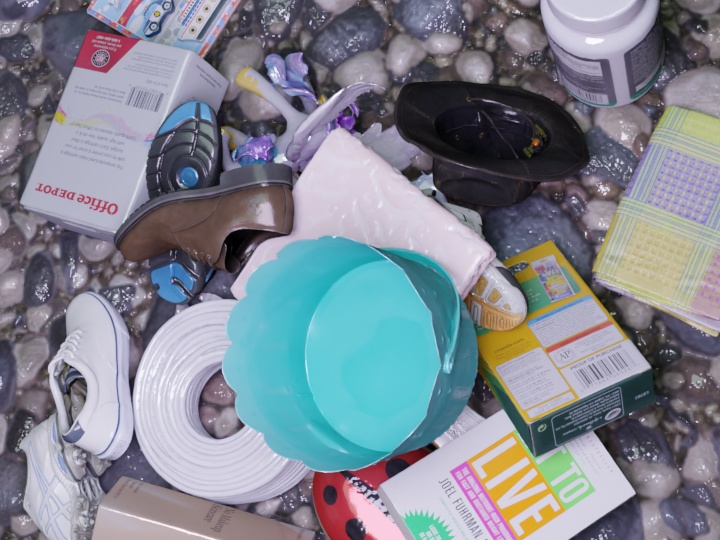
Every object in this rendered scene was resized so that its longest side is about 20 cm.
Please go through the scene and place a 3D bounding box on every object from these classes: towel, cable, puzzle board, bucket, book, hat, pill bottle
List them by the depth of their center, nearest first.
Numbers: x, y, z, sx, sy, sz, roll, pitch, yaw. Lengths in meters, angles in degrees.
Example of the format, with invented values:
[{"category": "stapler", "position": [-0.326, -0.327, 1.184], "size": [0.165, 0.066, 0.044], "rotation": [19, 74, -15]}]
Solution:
[{"category": "bucket", "position": [-0.001, 0.071, 1.372], "size": [0.205, 0.134, 0.210], "rotation": [-1, 87, 24]}, {"category": "book", "position": [0.132, 0.204, 1.453], "size": [0.199, 0.048, 0.134], "rotation": [-30, 78, -18]}, {"category": "towel", "position": [0.000, 0.000, 1.467], "size": [0.199, 0.032, 0.192], "rotation": [39, 103, 21]}, {"category": "pill bottle", "position": [0.230, -0.240, 1.510], "size": [0.112, 0.200, 0.115], "rotation": [-3, 75, 12]}, {"category": "towel", "position": [0.320, -0.051, 1.534], "size": [0.142, 0.023, 0.202], "rotation": [21, 81, 18]}, {"category": "hat", "position": [0.120, -0.112, 1.549], "size": [0.199, 0.200, 0.082], "rotation": [29, 127, 18]}, {"category": "cable", "position": [-0.127, 0.127, 1.558], "size": [0.198, 0.069, 0.202], "rotation": [12, 82, 20]}, {"category": "puzzle board", "position": [-0.188, -0.332, 1.729], "size": [0.150, 0.017, 0.201], "rotation": [30, 85, 19]}]

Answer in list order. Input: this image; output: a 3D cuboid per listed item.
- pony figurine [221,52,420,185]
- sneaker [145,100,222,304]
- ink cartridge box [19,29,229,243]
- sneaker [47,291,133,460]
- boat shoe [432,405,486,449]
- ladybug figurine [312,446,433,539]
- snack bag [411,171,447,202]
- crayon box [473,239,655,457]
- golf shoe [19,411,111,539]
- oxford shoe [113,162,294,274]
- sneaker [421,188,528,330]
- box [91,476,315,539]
[{"category": "pony figurine", "position": [-0.053, -0.128, 1.587], "size": [0.193, 0.166, 0.201], "rotation": [-41, 55, 7]}, {"category": "sneaker", "position": [-0.170, -0.072, 1.588], "size": [0.072, 0.082, 0.202], "rotation": [13, 106, 16]}, {"category": "ink cartridge box", "position": [-0.244, -0.132, 1.640], "size": [0.144, 0.083, 0.202], "rotation": [15, 80, 30]}, {"category": "sneaker", "position": [-0.272, 0.093, 1.576], "size": [0.073, 0.071, 0.201], "rotation": [-41, 44, 22]}, {"category": "boat shoe", "position": [0.058, 0.105, 1.513], "size": [0.069, 0.071, 0.200], "rotation": [-45, 88, -2]}, {"category": "ladybug figurine", "position": [0.035, 0.229, 1.496], "size": [0.199, 0.072, 0.137], "rotation": [32, 85, 15]}, {"category": "snack bag", "position": [0.028, 0.025, 1.582], "size": [0.187, 0.021, 0.202], "rotation": [-25, 72, 5]}, {"category": "crayon box", "position": [0.171, 0.069, 1.479], "size": [0.125, 0.052, 0.201], "rotation": [-23, 43, -8]}, {"category": "golf shoe", "position": [-0.290, 0.244, 1.585], "size": [0.097, 0.078, 0.202], "rotation": [-22, 68, 30]}, {"category": "oxford shoe", "position": [-0.150, -0.034, 1.492], "size": [0.198, 0.072, 0.085], "rotation": [-17, 74, 29]}, {"category": "sneaker", "position": [0.098, -0.022, 1.506], "size": [0.087, 0.076, 0.200], "rotation": [-24, 49, -34]}, {"category": "box", "position": [-0.149, 0.267, 1.492], "size": [0.198, 0.095, 0.079], "rotation": [15, 101, 2]}]
